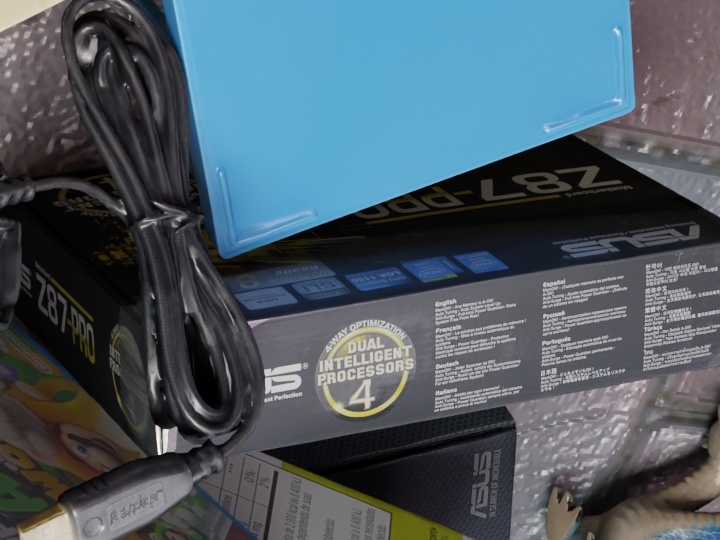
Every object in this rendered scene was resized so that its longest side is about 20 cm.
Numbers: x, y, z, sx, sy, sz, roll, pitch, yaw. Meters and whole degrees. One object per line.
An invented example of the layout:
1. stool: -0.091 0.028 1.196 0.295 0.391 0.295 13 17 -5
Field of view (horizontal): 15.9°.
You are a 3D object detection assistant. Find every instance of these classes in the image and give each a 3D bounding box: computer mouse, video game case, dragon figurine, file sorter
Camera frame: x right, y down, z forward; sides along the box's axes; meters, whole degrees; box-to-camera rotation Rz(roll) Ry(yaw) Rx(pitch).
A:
1. computer mouse: -0.121 0.017 0.664 0.199 0.046 0.141 -20 89 -33
2. video game case: -0.110 0.061 0.721 0.018 0.143 0.200 -55 160 14
3. dragon figurine: 0.112 0.140 1.050 0.099 0.059 0.201 7 117 -31
4. file sorter: -0.012 -0.135 0.748 0.138 0.123 0.201 -20 129 -14

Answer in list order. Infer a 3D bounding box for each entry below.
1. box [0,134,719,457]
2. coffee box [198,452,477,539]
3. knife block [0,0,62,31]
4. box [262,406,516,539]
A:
1. box: 0.000 0.000 0.822 0.199 0.161 0.049 -9 113 -22
2. coffee box: -0.076 0.188 0.831 0.197 0.200 0.200 22 123 -9
3. knife block: -0.118 -0.144 0.617 0.064 0.200 0.176 -25 106 -2
4. box: -0.024 0.139 0.982 0.157 0.051 0.201 -11 126 -19
